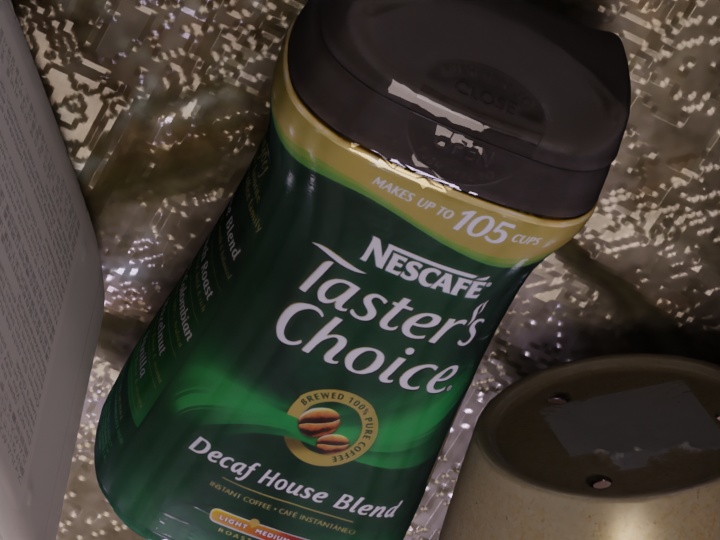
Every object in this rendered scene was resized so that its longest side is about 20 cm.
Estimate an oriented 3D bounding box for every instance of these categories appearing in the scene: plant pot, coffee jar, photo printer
[{"bbox_3d":[0.088,0.135,0.947,0.186,0.188,0.201,-3,115,5],"label":"plant pot"},{"bbox_3d":[0.000,0.000,0.908,0.104,0.085,0.201,21,122,-11],"label":"coffee jar"},{"bbox_3d":[-0.132,0.004,0.851,0.069,0.200,0.167,-11,123,10],"label":"photo printer"}]
